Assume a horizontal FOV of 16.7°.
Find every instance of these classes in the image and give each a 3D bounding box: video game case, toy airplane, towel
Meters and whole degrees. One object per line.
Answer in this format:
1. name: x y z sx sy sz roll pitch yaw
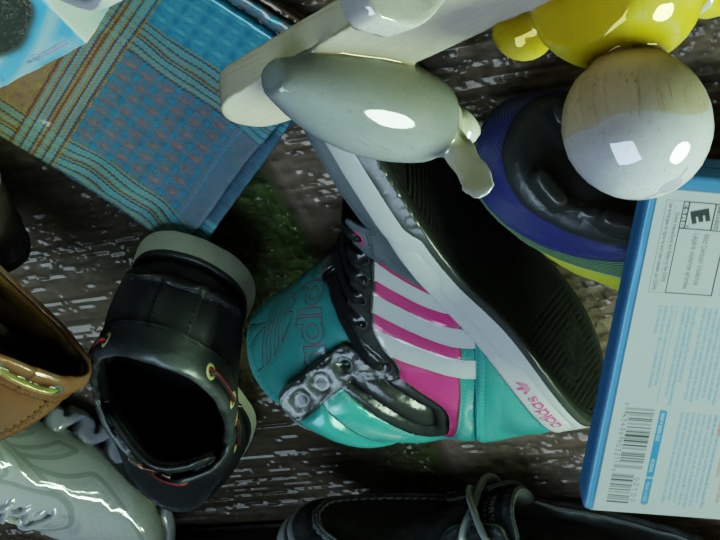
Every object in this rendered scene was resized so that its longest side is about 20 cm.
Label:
1. video game case: 0.187 0.032 0.864 0.200 0.018 0.143 5 122 -5
2. toy airplane: 0.058 -0.086 0.707 0.200 0.199 0.141 157 92 -83
3. towel: -0.120 -0.093 0.952 0.200 0.022 0.147 31 140 -8

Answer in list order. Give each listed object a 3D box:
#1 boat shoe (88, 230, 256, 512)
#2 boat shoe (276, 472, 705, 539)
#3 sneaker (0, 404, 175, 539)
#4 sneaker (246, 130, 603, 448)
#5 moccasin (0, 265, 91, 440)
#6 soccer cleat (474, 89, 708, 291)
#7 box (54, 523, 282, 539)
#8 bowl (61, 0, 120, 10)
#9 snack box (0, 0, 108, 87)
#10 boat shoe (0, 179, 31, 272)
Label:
1. boat shoe: -0.085 0.059 1.062 0.074 0.063 0.201 18 151 3
2. boat shoe: 0.063 0.120 1.074 0.200 0.072 0.071 8 130 3
3. sneaker: -0.173 0.087 1.137 0.200 0.081 0.075 40 137 -20
4. sneaker: 0.000 0.000 0.953 0.121 0.084 0.200 -17 128 27
5. moccasin: -0.185 -0.009 0.957 0.078 0.074 0.201 -26 119 29
6. soccer cleat: 0.128 -0.006 0.909 0.200 0.065 0.084 30 171 -14
7. box: -0.083 0.250 1.178 0.164 0.200 0.166 -7 132 32
8. bowl: -0.101 -0.187 0.728 0.200 0.075 0.200 33 145 61
9. snack box: -0.196 -0.105 0.936 0.200 0.037 0.116 -21 121 43
10. boat shoe: -0.232 -0.008 1.063 0.200 0.073 0.065 -7 127 32
